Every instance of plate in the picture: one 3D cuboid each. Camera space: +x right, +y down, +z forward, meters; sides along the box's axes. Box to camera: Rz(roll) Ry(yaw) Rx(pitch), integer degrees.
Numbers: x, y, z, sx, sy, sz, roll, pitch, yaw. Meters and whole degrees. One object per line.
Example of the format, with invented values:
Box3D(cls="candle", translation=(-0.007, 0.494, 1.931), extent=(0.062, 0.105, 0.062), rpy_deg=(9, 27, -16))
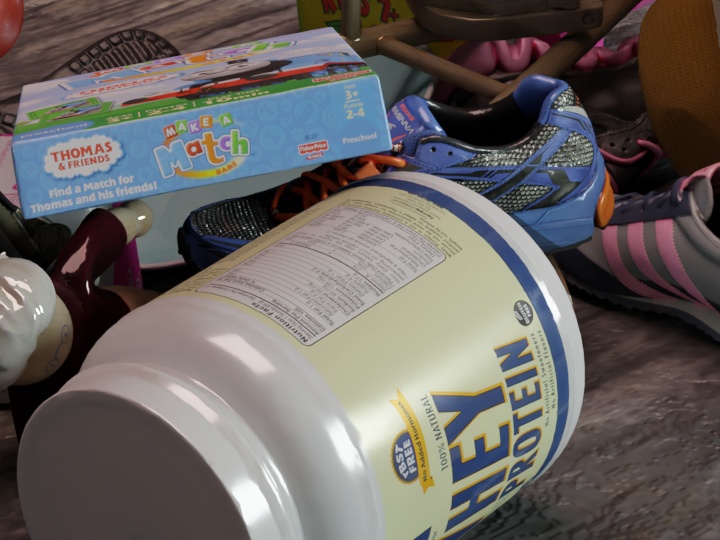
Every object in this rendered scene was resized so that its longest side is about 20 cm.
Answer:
Box3D(cls="plate", translation=(-0.045, -0.055, 1.376), extent=(0.200, 0.026, 0.200), rpy_deg=(-25, 26, 13))

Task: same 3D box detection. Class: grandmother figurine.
Box3D(cls="grandmother figurine", translation=(-0.108, 0.029, 1.082), extent=(0.060, 0.121, 0.200), rpy_deg=(6, -4, 22))

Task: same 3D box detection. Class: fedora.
Box3D(cls="fedora", translation=(0.191, -0.088, 1.298), extent=(0.082, 0.201, 0.201), rpy_deg=(-23, 17, 27))

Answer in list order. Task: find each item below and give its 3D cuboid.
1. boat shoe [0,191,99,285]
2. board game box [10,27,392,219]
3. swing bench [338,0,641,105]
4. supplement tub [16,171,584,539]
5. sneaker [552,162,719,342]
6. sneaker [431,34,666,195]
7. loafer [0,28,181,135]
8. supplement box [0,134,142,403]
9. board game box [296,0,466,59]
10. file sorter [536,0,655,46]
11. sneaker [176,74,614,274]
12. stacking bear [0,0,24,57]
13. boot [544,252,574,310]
Box3D(cls="boat shoe", translation=(-0.147, 0.003, 1.144), extent=(0.060, 0.200, 0.076), rpy_deg=(-41, 45, 8))
Box3D(cls="board game box", translation=(-0.073, -0.067, 1.158), extent=(0.151, 0.037, 0.200), rpy_deg=(-11, 11, -4))
Box3D(cls="swing bench", translation=(0.095, -0.203, 1.324), extent=(0.130, 0.199, 0.200), rpy_deg=(27, 39, 37))
Box3D(cls="supplement tub", translation=(-0.021, 0.060, 1.042), extent=(0.145, 0.145, 0.200), rpy_deg=(14, 32, 36))
Box3D(cls="sneaker", translation=(0.156, -0.021, 1.247), extent=(0.070, 0.082, 0.200), rpy_deg=(-26, 31, -34))
Box3D(cls="sneaker", translation=(0.140, -0.075, 1.402), extent=(0.200, 0.079, 0.095), rpy_deg=(-7, 52, -11))
Box3D(cls="loafer", translation=(-0.176, -0.052, 1.420), extent=(0.200, 0.071, 0.073), rpy_deg=(-29, 67, -22))
Box3D(cls="supplement box", translation=(-0.210, 0.000, 1.262), extent=(0.200, 0.104, 0.101), rpy_deg=(-4, 24, 6))
Box3D(cls="board game box", translation=(0.012, -0.162, 1.439), extent=(0.048, 0.200, 0.102), rpy_deg=(-26, 32, -35))
Box3D(cls="file sorter", translation=(0.135, -0.216, 1.486), extent=(0.125, 0.200, 0.139), rpy_deg=(-24, 19, 15))
Box3D(cls="sneaker", translation=(0.013, -0.040, 1.182), extent=(0.200, 0.079, 0.075), rpy_deg=(-16, 35, -13))
Box3D(cls="stacking bear", translation=(-0.269, -0.106, 1.409), extent=(0.200, 0.121, 0.114), rpy_deg=(-35, 72, -4))
Box3D(cls="boot", translation=(0.000, 0.000, 1.254), extent=(0.155, 0.074, 0.200), rpy_deg=(-14, 24, -8))
